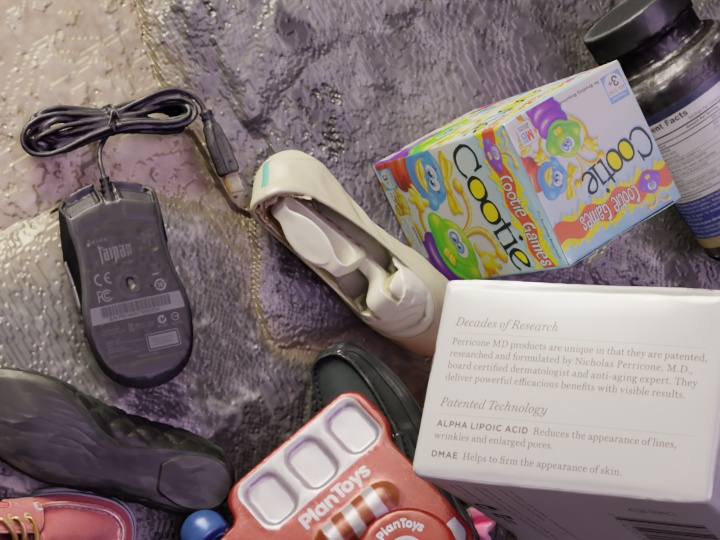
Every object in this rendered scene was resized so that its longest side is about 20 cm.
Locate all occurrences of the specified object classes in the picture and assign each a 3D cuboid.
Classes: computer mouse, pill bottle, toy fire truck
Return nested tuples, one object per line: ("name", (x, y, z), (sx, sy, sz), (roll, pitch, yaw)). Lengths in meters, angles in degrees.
("computer mouse", (-0.140, -0.024, 1.265), (0.139, 0.046, 0.202), (-17, 81, -20))
("pill bottle", (0.258, -0.117, 1.413), (0.112, 0.112, 0.201), (-40, 102, -22))
("toy fire truck", (-0.028, 0.194, 1.199), (0.200, 0.112, 0.168), (-39, 62, -10))

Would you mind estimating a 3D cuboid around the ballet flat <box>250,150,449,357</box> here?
("ballet flat", (0.000, 0.000, 1.309), (0.200, 0.069, 0.070), (42, 71, -11))

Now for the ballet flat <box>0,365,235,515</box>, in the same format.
("ballet flat", (-0.178, 0.117, 1.239), (0.199, 0.057, 0.067), (23, 83, -14))

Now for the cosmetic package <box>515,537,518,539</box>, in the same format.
("cosmetic package", (0.201, 0.136, 1.364), (0.107, 0.090, 0.201), (43, 69, -47))

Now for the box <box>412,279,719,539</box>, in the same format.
("box", (0.168, 0.102, 1.202), (0.199, 0.198, 0.132), (39, 58, -56))

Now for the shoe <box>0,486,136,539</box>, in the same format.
("shoe", (-0.228, 0.181, 1.180), (0.198, 0.091, 0.072), (-6, 88, -25))

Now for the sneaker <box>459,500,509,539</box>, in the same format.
("sneaker", (0.106, 0.141, 1.352), (0.095, 0.079, 0.202), (18, 81, -37))

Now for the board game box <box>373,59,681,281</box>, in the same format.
("board game box", (0.110, -0.062, 1.293), (0.104, 0.200, 0.104), (-30, 98, -24))

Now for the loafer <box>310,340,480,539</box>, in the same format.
("loafer", (0.020, 0.142, 1.284), (0.070, 0.068, 0.202), (-14, 73, -54))
